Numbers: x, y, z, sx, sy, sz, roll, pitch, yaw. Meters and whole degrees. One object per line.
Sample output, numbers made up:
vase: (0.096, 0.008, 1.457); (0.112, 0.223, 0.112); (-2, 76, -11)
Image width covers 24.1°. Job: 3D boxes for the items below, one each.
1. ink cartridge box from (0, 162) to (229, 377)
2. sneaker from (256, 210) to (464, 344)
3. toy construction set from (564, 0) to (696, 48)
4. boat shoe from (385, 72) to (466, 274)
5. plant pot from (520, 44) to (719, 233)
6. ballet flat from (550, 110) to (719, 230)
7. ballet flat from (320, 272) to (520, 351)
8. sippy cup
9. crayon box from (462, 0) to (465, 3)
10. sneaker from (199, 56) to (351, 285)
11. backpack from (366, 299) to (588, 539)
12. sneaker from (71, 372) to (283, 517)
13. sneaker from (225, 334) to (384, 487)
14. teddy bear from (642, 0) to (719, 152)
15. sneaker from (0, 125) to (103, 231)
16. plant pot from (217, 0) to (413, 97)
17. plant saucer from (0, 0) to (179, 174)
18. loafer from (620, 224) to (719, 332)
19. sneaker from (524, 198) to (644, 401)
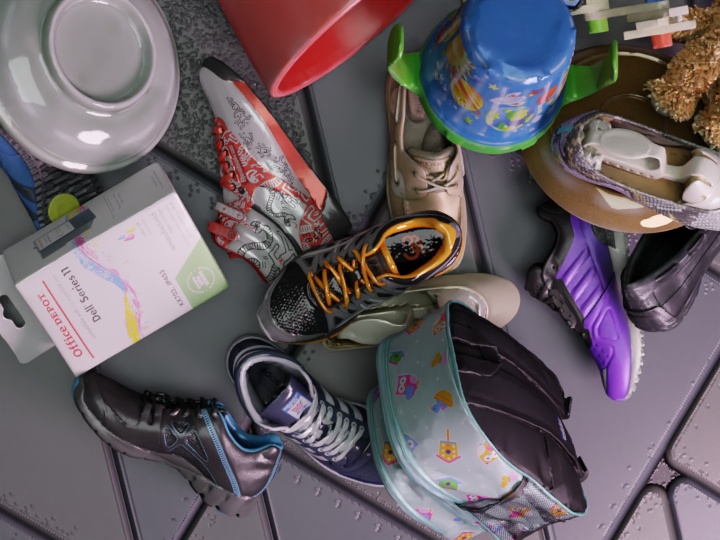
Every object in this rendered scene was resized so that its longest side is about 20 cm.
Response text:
ink cartridge box: (-0.231, 0.010, 1.474); (0.199, 0.067, 0.117); (-31, 125, -4)
sneaker: (0.000, 0.000, 1.464); (0.199, 0.077, 0.079); (-29, 89, -5)
toy construction set: (0.224, -0.285, 1.476); (0.130, 0.092, 0.202); (-10, 83, -4)
boat shoe: (0.060, -0.095, 1.525); (0.072, 0.065, 0.202); (-6, 93, -6)
plant pot: (0.241, -0.126, 1.513); (0.198, 0.028, 0.201); (2, 62, -4)
ballet flat: (0.261, -0.085, 1.436); (0.199, 0.072, 0.073); (18, 91, -4)
ballet flat: (0.052, 0.043, 1.530); (0.198, 0.069, 0.070); (-5, 93, -5)
sippy cup: (0.122, -0.183, 1.433); (0.177, 0.130, 0.140); (-32, 82, -13)
crayon box: (0.179, -0.308, 1.536); (0.199, 0.051, 0.128); (-18, 95, -5)
sneaker: (-0.107, -0.083, 1.506); (0.108, 0.067, 0.202); (-39, 99, -6)
backpack: (0.090, 0.131, 1.459); (0.153, 0.177, 0.200); (-22, 139, 19)
sneaker: (-0.162, 0.136, 1.502); (0.199, 0.073, 0.082); (32, 108, -16)
sneaker: (-0.037, 0.134, 1.503); (0.200, 0.108, 0.070); (37, 89, -7)
teddy bear: (0.331, -0.191, 1.506); (0.200, 0.067, 0.145); (-36, 73, -28)
sneaker: (-0.284, -0.094, 1.495); (0.066, 0.078, 0.201); (-33, 114, -18)
plant pot: (-0.051, -0.280, 1.452); (0.200, 0.200, 0.178); (-38, 86, -3)
plant saucer: (-0.232, -0.185, 1.446); (0.199, 0.050, 0.202); (8, 77, -36)
loafer: (0.289, -0.035, 1.517); (0.071, 0.068, 0.201); (56, 53, -33)
sneaker: (0.201, 0.023, 1.551); (0.099, 0.070, 0.202); (-8, 90, 1)
